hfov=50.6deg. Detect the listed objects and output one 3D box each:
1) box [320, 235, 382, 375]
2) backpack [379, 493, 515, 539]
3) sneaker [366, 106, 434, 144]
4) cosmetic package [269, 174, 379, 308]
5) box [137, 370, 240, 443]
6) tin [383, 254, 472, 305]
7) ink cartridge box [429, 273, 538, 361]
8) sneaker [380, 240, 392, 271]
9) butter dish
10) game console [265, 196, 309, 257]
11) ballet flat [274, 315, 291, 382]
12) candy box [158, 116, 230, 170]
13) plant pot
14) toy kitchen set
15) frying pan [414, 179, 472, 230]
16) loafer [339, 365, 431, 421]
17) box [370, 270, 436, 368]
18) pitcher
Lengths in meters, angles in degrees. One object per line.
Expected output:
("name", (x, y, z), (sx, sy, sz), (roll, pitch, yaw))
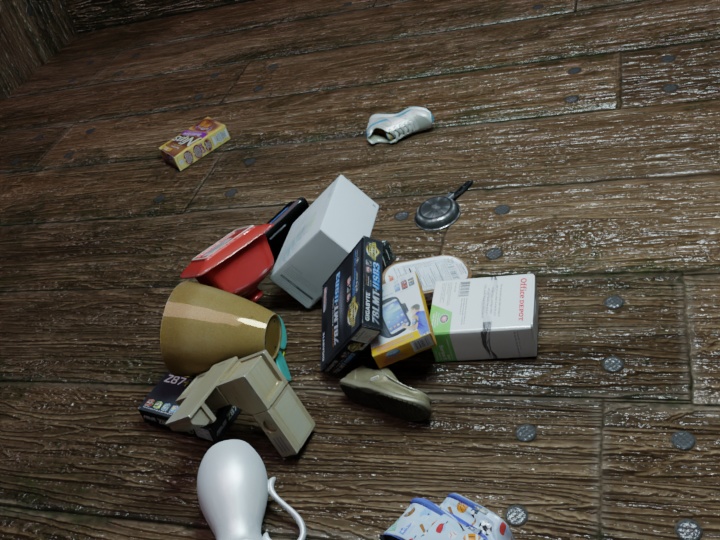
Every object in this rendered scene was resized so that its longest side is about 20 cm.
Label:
("box", (-0.020, 0.070, 1.479), (0.049, 0.199, 0.203), (16, 53, -22))
("backpack", (0.126, 0.402, 1.055), (0.188, 0.203, 0.154), (12, 42, 43))
("sneaker", (0.110, -0.395, 2.107), (0.196, 0.077, 0.082), (-7, 48, 26))
("cosmetic package", (-0.078, -0.064, 1.667), (0.199, 0.122, 0.201), (-39, 22, 36))
("box", (-0.325, 0.253, 1.535), (0.197, 0.050, 0.162), (7, 42, 30))
("tin", (0.137, 0.020, 1.582), (0.196, 0.043, 0.113), (-10, 38, -11))
("ink cartridge box", (0.237, 0.090, 1.453), (0.196, 0.085, 0.147), (-5, 41, 20))
("sneaker", (0.000, 0.000, 1.678), (0.078, 0.075, 0.200), (14, 49, 42))
("butter dish", (-0.261, 0.004, 1.634), (0.199, 0.149, 0.198), (-37, 15, -23))
("game console", (-0.219, -0.105, 1.838), (0.200, 0.176, 0.116), (-43, 70, -8))
("ballet flat", (-0.188, 0.171, 1.567), (0.067, 0.067, 0.202), (-36, 37, 16))
("candy box", (-0.523, -0.401, 2.400), (0.199, 0.057, 0.116), (-40, 43, -21))
("plant pot", (-0.262, 0.125, 1.498), (0.196, 0.189, 0.188), (5, 43, 16))
("toy kitchen set", (-0.231, 0.282, 1.379), (0.198, 0.182, 0.164), (-22, 19, 36))
("frying pan", (0.212, -0.157, 1.809), (0.188, 0.031, 0.115), (-30, 40, -8))
("loafer", (0.050, 0.215, 1.393), (0.197, 0.077, 0.068), (13, 54, 35))
("box", (0.069, 0.083, 1.452), (0.117, 0.042, 0.202), (-23, 40, 10))
("pitcher", (-0.185, 0.388, 1.274), (0.168, 0.123, 0.202), (-4, 46, -15))
